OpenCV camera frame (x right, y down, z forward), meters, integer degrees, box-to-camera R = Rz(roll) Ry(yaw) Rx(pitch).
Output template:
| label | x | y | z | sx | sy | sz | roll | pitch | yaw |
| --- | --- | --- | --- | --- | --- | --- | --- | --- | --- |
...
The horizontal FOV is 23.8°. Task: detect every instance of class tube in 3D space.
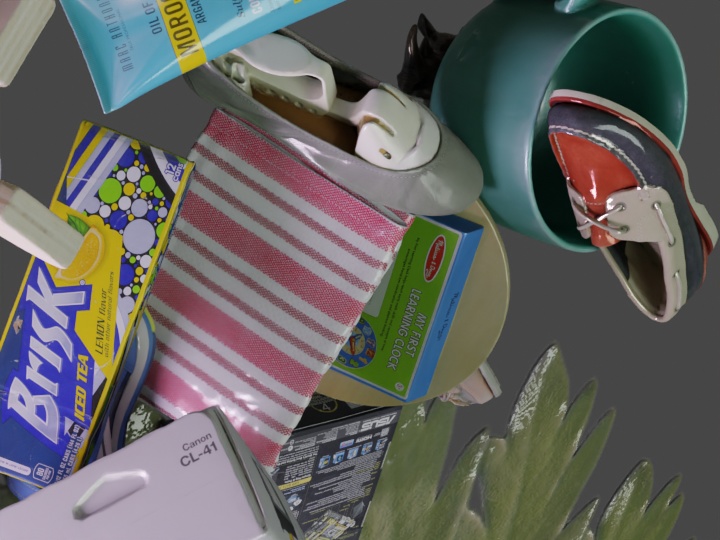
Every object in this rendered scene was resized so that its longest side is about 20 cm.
| label | x | y | z | sx | sy | sz | roll | pitch | yaw |
| --- | --- | --- | --- | --- | --- | --- | --- | --- | --- |
| tube | -0.065 | -0.159 | 0.955 | 0.199 | 0.050 | 0.078 | -22 | 94 | -10 |

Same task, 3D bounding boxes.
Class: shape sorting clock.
| label | x | y | z | sx | sy | sz | roll | pitch | yaw |
| --- | --- | --- | --- | --- | --- | --- | --- | --- | --- |
| shape sorting clock | 0.000 | 0.000 | 1.105 | 0.039 | 0.198 | 0.201 | -53 | 160 | -56 |

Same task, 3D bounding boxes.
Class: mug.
| label | x | y | z | sx | sy | sz | roll | pitch | yaw |
| --- | --- | --- | --- | --- | --- | --- | --- | --- | --- |
| mug | 0.122 | -0.115 | 1.088 | 0.151 | 0.114 | 0.187 | 18 | 93 | -45 |

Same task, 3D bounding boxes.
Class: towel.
| label | x | y | z | sx | sy | sz | roll | pitch | yaw |
| --- | --- | --- | --- | --- | --- | --- | --- | --- | --- |
| towel | -0.070 | 0.012 | 1.067 | 0.201 | 0.146 | 0.030 | -60 | 165 | 17 |

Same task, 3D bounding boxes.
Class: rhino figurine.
| label | x | y | z | sx | sy | sz | roll | pitch | yaw |
| --- | --- | --- | --- | --- | --- | --- | --- | --- | --- |
| rhino figurine | 0.069 | -0.107 | 1.165 | 0.088 | 0.059 | 0.200 | -58 | 144 | -15 |

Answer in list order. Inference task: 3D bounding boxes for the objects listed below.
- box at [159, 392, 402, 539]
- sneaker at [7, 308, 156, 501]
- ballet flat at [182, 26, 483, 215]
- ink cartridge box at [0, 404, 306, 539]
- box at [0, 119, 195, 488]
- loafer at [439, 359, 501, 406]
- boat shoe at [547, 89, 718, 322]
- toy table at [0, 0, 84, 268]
| label | x | y | z | sx | sy | sz | roll | pitch | yaw |
| --- | --- | --- | --- | --- | --- | --- | --- | --- | --- |
| box | -0.072 | 0.169 | 1.277 | 0.199 | 0.049 | 0.162 | -12 | 128 | -39 |
| sneaker | -0.188 | 0.108 | 1.062 | 0.082 | 0.073 | 0.202 | -8 | 112 | -58 |
| ballet flat | -0.013 | -0.093 | 0.999 | 0.068 | 0.199 | 0.064 | -66 | -174 | -23 |
| ink cartridge box | -0.110 | 0.171 | 0.992 | 0.147 | 0.086 | 0.200 | -28 | 158 | -2 |
| box | -0.160 | 0.021 | 0.976 | 0.064 | 0.070 | 0.202 | 174 | -64 | -86 |
| loafer | 0.055 | 0.061 | 1.291 | 0.063 | 0.072 | 0.200 | -32 | 154 | 2 |
| boat shoe | 0.159 | -0.038 | 1.023 | 0.063 | 0.071 | 0.200 | -60 | 142 | -12 |
| toy table | -0.229 | -0.065 | 0.816 | 0.199 | 0.117 | 0.185 | 25 | 84 | -46 |
